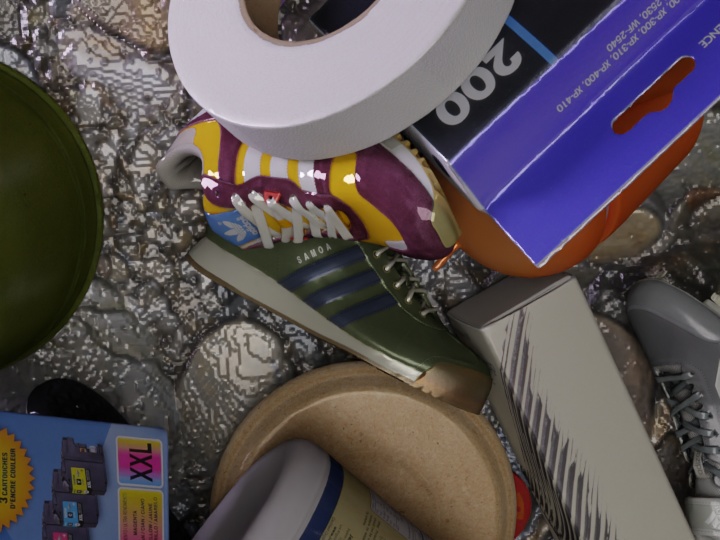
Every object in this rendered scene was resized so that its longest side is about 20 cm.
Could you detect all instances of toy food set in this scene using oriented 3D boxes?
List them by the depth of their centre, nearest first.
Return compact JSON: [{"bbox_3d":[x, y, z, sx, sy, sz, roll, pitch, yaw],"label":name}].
[{"bbox_3d":[0.006,0.152,0.868,0.196,0.049,0.202,-23,100,0],"label":"toy food set"}]

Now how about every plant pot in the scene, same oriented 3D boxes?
[{"bbox_3d":[-0.249,-0.015,0.749,0.197,0.193,0.203,-1,101,-3],"label":"plant pot"}]

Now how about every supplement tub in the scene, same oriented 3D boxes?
[{"bbox_3d":[-0.003,0.208,0.779,0.200,0.144,0.145,40,95,-9],"label":"supplement tub"}]

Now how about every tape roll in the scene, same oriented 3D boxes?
[{"bbox_3d":[-0.010,-0.154,0.720,0.203,0.203,0.037,-44,140,5],"label":"tape roll"}]

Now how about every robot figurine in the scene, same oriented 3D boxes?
[{"bbox_3d":[0.113,-0.076,0.774,0.200,0.143,0.118,-42,126,-31],"label":"robot figurine"}]

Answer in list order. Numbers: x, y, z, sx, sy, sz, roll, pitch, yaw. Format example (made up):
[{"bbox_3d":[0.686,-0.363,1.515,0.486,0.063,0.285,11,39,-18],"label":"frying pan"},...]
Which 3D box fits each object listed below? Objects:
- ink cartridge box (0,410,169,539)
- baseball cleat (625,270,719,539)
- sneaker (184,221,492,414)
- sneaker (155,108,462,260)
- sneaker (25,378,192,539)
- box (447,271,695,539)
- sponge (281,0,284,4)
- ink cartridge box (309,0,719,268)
[{"bbox_3d":[-0.195,0.140,0.689,0.198,0.076,0.138,11,67,-38],"label":"ink cartridge box"},{"bbox_3d":[0.217,0.101,0.850,0.200,0.070,0.107,47,68,-10],"label":"baseball cleat"},{"bbox_3d":[0.000,0.000,0.815,0.199,0.067,0.091,28,91,11],"label":"sneaker"},{"bbox_3d":[-0.031,-0.038,0.741,0.090,0.199,0.075,-41,130,-15],"label":"sneaker"},{"bbox_3d":[-0.159,0.166,0.847,0.082,0.072,0.201,-31,90,24],"label":"sneaker"},{"bbox_3d":[0.130,0.101,0.846,0.068,0.082,0.202,-28,99,-8],"label":"box"},{"bbox_3d":[-0.041,-0.248,0.804,0.111,0.030,0.200,40,94,-10],"label":"sponge"},{"bbox_3d":[0.097,-0.134,0.696,0.198,0.200,0.043,-43,143,3],"label":"ink cartridge box"}]
